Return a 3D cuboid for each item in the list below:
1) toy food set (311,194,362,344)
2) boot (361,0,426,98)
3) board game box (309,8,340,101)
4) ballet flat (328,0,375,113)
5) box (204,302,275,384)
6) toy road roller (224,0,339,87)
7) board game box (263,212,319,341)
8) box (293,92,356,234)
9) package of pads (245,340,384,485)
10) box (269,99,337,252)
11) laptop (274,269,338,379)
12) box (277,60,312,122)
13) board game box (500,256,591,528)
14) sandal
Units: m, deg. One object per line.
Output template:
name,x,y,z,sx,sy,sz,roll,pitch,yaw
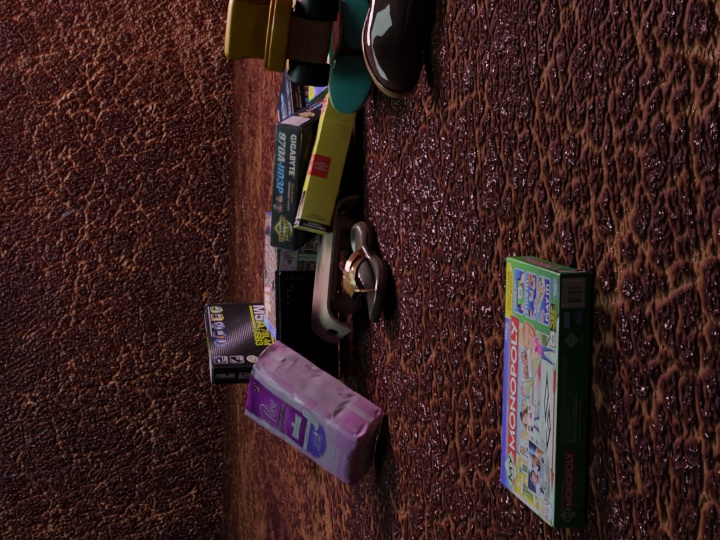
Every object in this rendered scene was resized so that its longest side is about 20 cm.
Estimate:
toy food set,-0.028,0.000,1.872,0.144,0.060,0.202,133,144,-74
boot,0.048,-0.314,1.403,0.166,0.072,0.202,115,156,-69
board game box,-0.054,-0.347,1.982,0.200,0.029,0.136,180,90,-79
ballet flat,-0.001,-0.308,1.705,0.070,0.069,0.201,-102,18,-45
box,-0.184,0.130,2.288,0.200,0.192,0.048,-106,17,-55
toy road roller,-0.109,-0.332,1.710,0.200,0.145,0.124,-98,17,-71
board game box,-0.108,0.007,2.134,0.159,0.096,0.202,-147,57,-76
box,-0.050,-0.156,1.839,0.075,0.050,0.201,-174,99,-83
package of pads,-0.064,0.198,1.740,0.076,0.199,0.121,-41,-26,-40
box,-0.083,-0.149,1.935,0.159,0.046,0.201,-41,-40,-59
laptop,-0.078,0.088,1.927,0.103,0.199,0.179,-1,89,47
box,-0.110,-0.253,2.218,0.159,0.046,0.201,111,156,-61
board game box,0.151,0.095,1.031,0.135,0.029,0.202,-155,65,-77
sandal,0.000,0.000,1.705,0.201,0.054,0.082,-105,18,-51
